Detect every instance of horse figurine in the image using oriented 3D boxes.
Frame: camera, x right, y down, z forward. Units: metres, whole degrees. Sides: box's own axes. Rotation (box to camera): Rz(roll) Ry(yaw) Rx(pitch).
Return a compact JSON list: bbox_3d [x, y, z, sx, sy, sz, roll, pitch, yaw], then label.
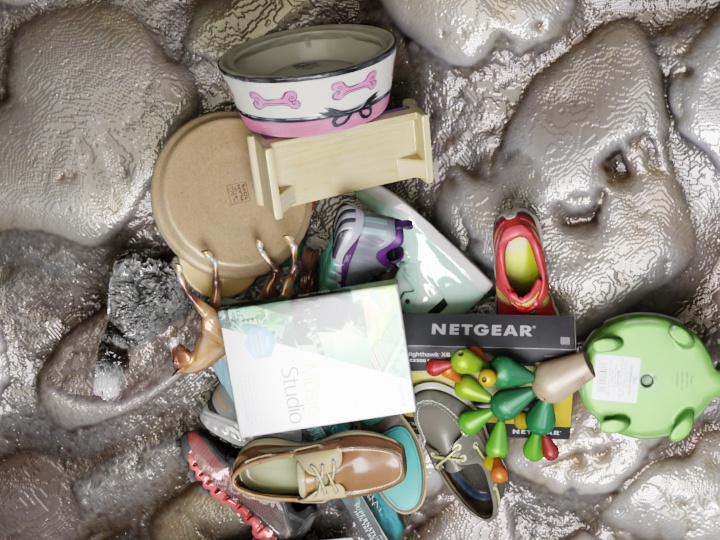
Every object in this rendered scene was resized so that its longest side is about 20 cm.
[{"bbox_3d":[-0.126,0.035,1.487,0.198,0.050,0.134,-16,106,-18],"label":"horse figurine"}]

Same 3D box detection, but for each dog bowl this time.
[{"bbox_3d":[-0.054,-0.209,1.468,0.197,0.201,0.075,-5,115,8],"label":"dog bowl"}]

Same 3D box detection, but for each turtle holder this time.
[{"bbox_3d":[0.333,0.106,1.495,0.184,0.132,0.142,-26,94,10],"label":"turtle holder"}]

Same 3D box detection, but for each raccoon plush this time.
[{"bbox_3d":[-0.225,0.063,1.562,0.132,0.097,0.203,6,76,6],"label":"raccoon plush"}]

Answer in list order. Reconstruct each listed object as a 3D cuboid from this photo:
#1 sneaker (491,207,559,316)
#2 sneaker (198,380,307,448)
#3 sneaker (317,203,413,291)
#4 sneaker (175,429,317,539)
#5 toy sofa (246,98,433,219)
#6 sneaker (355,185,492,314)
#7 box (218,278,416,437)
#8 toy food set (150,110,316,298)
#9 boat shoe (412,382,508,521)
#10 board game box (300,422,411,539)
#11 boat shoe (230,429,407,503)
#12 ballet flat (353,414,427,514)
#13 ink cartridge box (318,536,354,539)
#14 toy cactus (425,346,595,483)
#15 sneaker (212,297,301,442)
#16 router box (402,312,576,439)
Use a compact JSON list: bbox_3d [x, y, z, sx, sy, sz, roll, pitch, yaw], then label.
[{"bbox_3d":[0.184,0.031,1.520,0.076,0.085,0.202,-12,107,8],"label":"sneaker"},{"bbox_3d":[-0.093,0.189,1.593,0.198,0.074,0.080,25,96,3],"label":"sneaker"},{"bbox_3d":[0.000,0.000,1.507,0.086,0.200,0.075,7,61,-10],"label":"sneaker"},{"bbox_3d":[-0.131,0.253,1.607,0.200,0.071,0.098,44,102,-3],"label":"sneaker"},{"bbox_3d":[-0.024,-0.130,1.479,0.198,0.098,0.084,-14,116,-15],"label":"toy sofa"},{"bbox_3d":[0.044,-0.009,1.539,0.200,0.074,0.118,43,95,-3],"label":"sneaker"},{"bbox_3d":[-0.045,0.096,1.447,0.197,0.036,0.146,-9,101,2],"label":"box"},{"bbox_3d":[-0.144,-0.084,1.530,0.197,0.049,0.201,-31,94,-20],"label":"toy food set"},{"bbox_3d":[0.114,0.209,1.528,0.071,0.061,0.202,-15,129,25],"label":"boat shoe"},{"bbox_3d":[-0.006,0.219,1.552,0.028,0.135,0.201,-28,96,19],"label":"board game box"},{"bbox_3d":[-0.048,0.223,1.453,0.197,0.074,0.077,-7,102,16],"label":"boat shoe"},{"bbox_3d":[0.028,0.184,1.548,0.068,0.063,0.202,-23,79,5],"label":"ballet flat"},{"bbox_3d":[-0.091,0.400,1.587,0.197,0.085,0.146,-7,134,8],"label":"ink cartridge box"},{"bbox_3d":[0.175,0.139,1.444,0.164,0.103,0.201,-28,117,18],"label":"toy cactus"},{"bbox_3d":[-0.125,0.129,1.552,0.073,0.082,0.202,-19,84,-16],"label":"sneaker"},{"bbox_3d":[0.144,0.122,1.521,0.197,0.053,0.158,1,135,7],"label":"router box"}]
